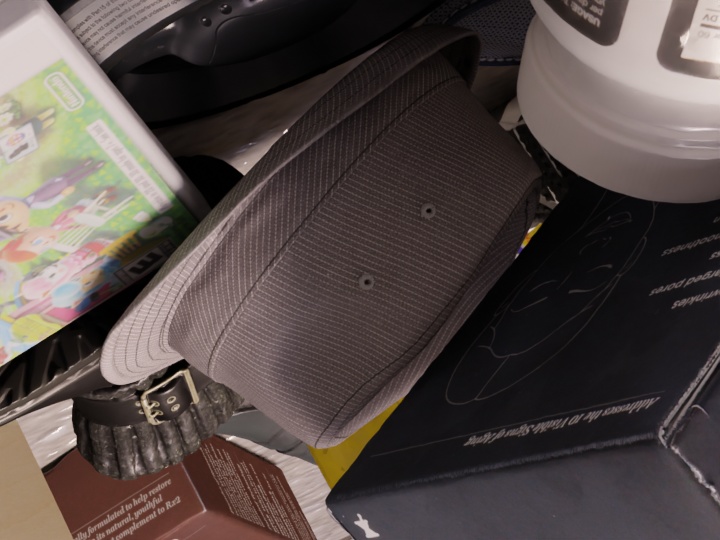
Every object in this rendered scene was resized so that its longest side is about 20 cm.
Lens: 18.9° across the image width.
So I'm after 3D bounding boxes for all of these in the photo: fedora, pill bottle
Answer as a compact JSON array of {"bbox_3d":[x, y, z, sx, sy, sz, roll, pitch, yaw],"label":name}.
[{"bbox_3d":[0.000,0.000,0.853,0.200,0.090,0.177,-46,170,-11],"label":"fedora"},{"bbox_3d":[0.113,-0.125,0.677,0.116,0.116,0.200,-18,142,-27],"label":"pill bottle"}]

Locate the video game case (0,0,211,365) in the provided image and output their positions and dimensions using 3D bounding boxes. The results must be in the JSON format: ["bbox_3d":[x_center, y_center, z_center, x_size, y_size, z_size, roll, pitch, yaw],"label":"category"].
[{"bbox_3d":[-0.154,-0.006,0.742,0.182,0.022,0.200,-32,158,1],"label":"video game case"}]

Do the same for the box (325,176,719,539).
[{"bbox_3d":[0.126,0.045,0.774,0.197,0.124,0.200,-48,-165,-30],"label":"box"}]

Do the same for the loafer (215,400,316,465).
[{"bbox_3d":[-0.028,0.069,1.135,0.200,0.071,0.068,-10,174,-40],"label":"loafer"}]

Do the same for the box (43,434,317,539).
[{"bbox_3d":[-0.104,0.147,1.225,0.100,0.075,0.200,-33,156,9],"label":"box"}]

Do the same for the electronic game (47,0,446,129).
[{"bbox_3d":[-0.036,-0.102,0.782,0.200,0.042,0.200,-23,172,-3],"label":"electronic game"}]

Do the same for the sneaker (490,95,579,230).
[{"bbox_3d":[0.104,-0.056,0.973,0.080,0.074,0.200,-34,-162,-14],"label":"sneaker"}]

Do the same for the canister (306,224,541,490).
[{"bbox_3d":[0.058,0.045,1.104,0.200,0.149,0.087,-4,148,-43],"label":"canister"}]

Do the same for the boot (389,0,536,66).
[{"bbox_3d":[0.112,-0.105,0.920,0.200,0.090,0.073,-18,155,-26],"label":"boot"}]

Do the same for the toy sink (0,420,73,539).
[{"bbox_3d":[-0.247,0.168,1.042,0.130,0.112,0.200,0,143,-50],"label":"toy sink"}]

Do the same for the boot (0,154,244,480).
[{"bbox_3d":[-0.133,0.044,0.959,0.211,0.079,0.158,-22,157,-19],"label":"boot"}]
